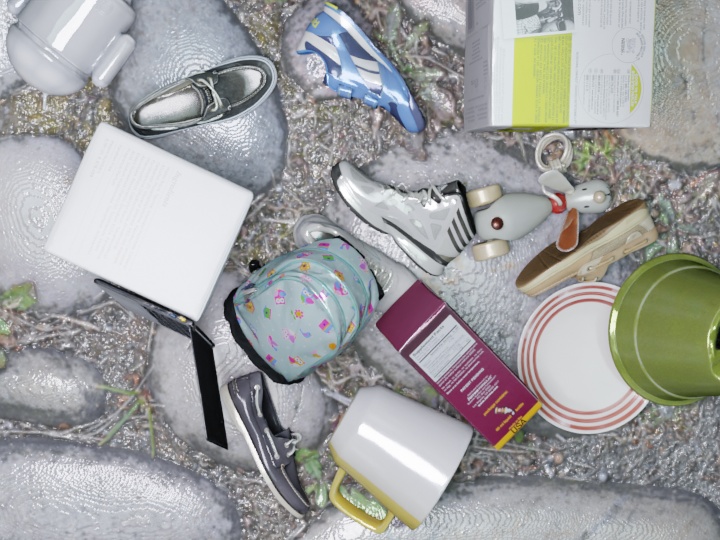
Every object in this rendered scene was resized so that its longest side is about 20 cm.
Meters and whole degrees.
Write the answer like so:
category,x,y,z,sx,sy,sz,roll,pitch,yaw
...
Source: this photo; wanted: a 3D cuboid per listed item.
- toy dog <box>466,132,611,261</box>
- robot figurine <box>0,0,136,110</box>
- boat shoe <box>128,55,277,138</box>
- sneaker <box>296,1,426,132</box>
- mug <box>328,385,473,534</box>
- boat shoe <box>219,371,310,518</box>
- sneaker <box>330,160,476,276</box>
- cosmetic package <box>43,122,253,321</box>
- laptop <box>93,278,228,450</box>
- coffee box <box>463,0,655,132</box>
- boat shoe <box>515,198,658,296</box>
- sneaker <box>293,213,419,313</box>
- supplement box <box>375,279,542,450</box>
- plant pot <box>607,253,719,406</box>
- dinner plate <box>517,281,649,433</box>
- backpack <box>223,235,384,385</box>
category,x,y,z,sx,sy,sz,roll,pitch,yaw
toy dog,0.224,-0.079,1.522,0.199,0.096,0.133,-35,97,0
robot figurine,-0.352,-0.297,1.449,0.169,0.113,0.201,38,92,13
boat shoe,-0.195,-0.211,1.490,0.198,0.071,0.073,-25,97,-2
sneaker,0.002,-0.241,1.504,0.082,0.074,0.200,-43,90,3
mug,0.033,0.241,1.522,0.152,0.149,0.188,32,86,1
boat shoe,-0.109,0.224,1.542,0.062,0.073,0.202,-29,93,3
sneaker,0.064,-0.095,1.504,0.200,0.076,0.115,39,113,-16
cosmetic package,-0.251,-0.055,1.446,0.198,0.167,0.168,24,86,-5
laptop,-0.235,0.116,1.435,0.198,0.187,0.117,24,79,6
coffee box,0.237,-0.271,1.451,0.195,0.200,0.203,0,96,-4
boat shoe,0.295,-0.015,1.546,0.198,0.071,0.065,-31,107,1
sneaker,0.000,0.000,1.523,0.199,0.080,0.071,32,91,-8
supplement box,0.124,0.118,1.506,0.086,0.110,0.200,-45,112,1
plant pot,0.439,0.080,1.491,0.197,0.190,0.203,0,91,-13
dinner plate,0.303,0.115,1.584,0.197,0.024,0.203,0,97,-4
backpack,-0.066,0.051,1.463,0.167,0.127,0.199,48,134,-10
